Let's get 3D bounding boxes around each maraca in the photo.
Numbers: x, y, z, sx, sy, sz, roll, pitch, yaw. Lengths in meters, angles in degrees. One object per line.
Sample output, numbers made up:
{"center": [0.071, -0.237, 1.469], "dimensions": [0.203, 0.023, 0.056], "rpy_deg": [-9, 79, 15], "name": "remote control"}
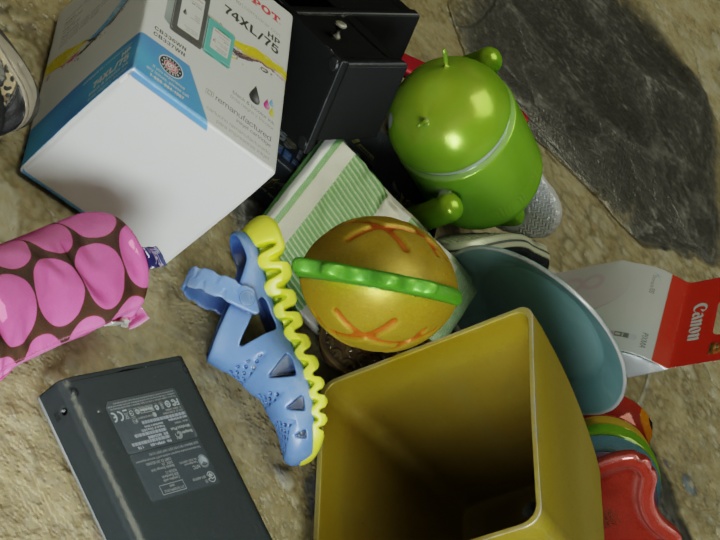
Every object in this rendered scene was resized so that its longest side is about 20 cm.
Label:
{"center": [0.012, 0.009, 1.553], "dimensions": [0.200, 0.136, 0.108], "rpy_deg": [26, 71, -82], "name": "maraca"}

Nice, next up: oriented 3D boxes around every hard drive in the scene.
{"center": [-0.136, 0.163, 1.418], "dimensions": [0.139, 0.033, 0.201], "rpy_deg": [-8, 67, -55], "name": "hard drive"}

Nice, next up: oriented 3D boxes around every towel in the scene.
{"center": [0.000, 0.000, 1.701], "dimensions": [0.200, 0.023, 0.153], "rpy_deg": [46, 61, -17], "name": "towel"}

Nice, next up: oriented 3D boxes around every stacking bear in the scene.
{"center": [0.225, 0.180, 1.803], "dimensions": [0.200, 0.113, 0.122], "rpy_deg": [-75, 144, -64], "name": "stacking bear"}

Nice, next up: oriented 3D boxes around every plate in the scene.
{"center": [0.160, 0.049, 1.767], "dimensions": [0.200, 0.200, 0.026], "rpy_deg": [48, 63, -9], "name": "plate"}

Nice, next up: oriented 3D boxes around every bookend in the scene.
{"center": [-0.016, -0.199, 1.740], "dimensions": [0.198, 0.093, 0.200], "rpy_deg": [-5, 40, -42], "name": "bookend"}

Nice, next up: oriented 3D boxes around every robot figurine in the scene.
{"center": [0.095, -0.114, 1.771], "dimensions": [0.200, 0.115, 0.177], "rpy_deg": [52, 50, -56], "name": "robot figurine"}

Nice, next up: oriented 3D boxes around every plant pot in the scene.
{"center": [0.094, 0.183, 1.558], "dimensions": [0.176, 0.199, 0.201], "rpy_deg": [45, 33, -40], "name": "plant pot"}

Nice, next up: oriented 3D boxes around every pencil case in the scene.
{"center": [-0.229, 0.021, 1.388], "dimensions": [0.200, 0.090, 0.094], "rpy_deg": [-26, 95, -55], "name": "pencil case"}

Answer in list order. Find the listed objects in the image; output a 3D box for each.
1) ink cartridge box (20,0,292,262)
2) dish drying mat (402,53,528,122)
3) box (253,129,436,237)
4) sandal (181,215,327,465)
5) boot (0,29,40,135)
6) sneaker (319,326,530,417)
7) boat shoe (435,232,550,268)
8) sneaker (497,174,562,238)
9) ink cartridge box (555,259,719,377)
{"center": [-0.158, -0.144, 1.573], "dimensions": [0.146, 0.146, 0.201], "rpy_deg": [35, 37, -27], "name": "ink cartridge box"}
{"center": [0.072, -0.193, 1.966], "dimensions": [0.199, 0.018, 0.077], "rpy_deg": [22, 14, -19], "name": "dish drying mat"}
{"center": [-0.017, -0.081, 1.786], "dimensions": [0.200, 0.051, 0.158], "rpy_deg": [42, 33, -18], "name": "box"}
{"center": [-0.084, 0.061, 1.561], "dimensions": [0.086, 0.080, 0.201], "rpy_deg": [-15, 76, -17], "name": "sandal"}
{"center": [-0.336, -0.164, 1.437], "dimensions": [0.201, 0.073, 0.151], "rpy_deg": [55, 32, -9], "name": "boot"}
{"center": [0.060, 0.094, 1.666], "dimensions": [0.199, 0.090, 0.068], "rpy_deg": [15, 70, 4], "name": "sneaker"}
{"center": [0.128, -0.002, 1.860], "dimensions": [0.200, 0.074, 0.063], "rpy_deg": [14, 77, -64], "name": "boat shoe"}
{"center": [0.131, -0.105, 1.940], "dimensions": [0.200, 0.076, 0.114], "rpy_deg": [39, 18, 20], "name": "sneaker"}
{"center": [0.270, 0.042, 1.906], "dimensions": [0.057, 0.199, 0.163], "rpy_deg": [62, 27, -22], "name": "ink cartridge box"}
